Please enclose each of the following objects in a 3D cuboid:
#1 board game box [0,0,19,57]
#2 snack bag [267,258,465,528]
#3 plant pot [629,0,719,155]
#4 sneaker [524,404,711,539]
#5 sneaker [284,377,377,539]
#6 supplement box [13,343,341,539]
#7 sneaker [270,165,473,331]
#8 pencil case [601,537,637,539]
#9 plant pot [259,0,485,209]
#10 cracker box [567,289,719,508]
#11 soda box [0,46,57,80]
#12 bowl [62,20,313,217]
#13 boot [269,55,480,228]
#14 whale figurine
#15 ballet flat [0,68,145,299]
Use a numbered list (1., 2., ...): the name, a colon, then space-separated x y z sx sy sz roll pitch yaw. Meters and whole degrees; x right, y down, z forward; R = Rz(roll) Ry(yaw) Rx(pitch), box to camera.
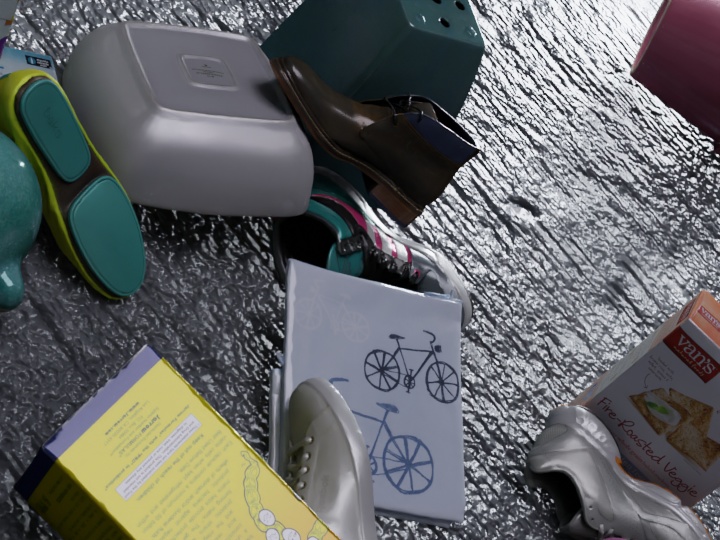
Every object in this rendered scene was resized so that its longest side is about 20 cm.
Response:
1. board game box: -0.338 -0.248 1.401 0.104 0.104 0.200 11 21 -35
2. snack bag: 0.006 0.098 1.490 0.187 0.021 0.202 13 67 -32
3. plant pot: 0.415 -0.242 2.102 0.178 0.201 0.201 26 39 2
4. sneaker: 0.217 0.216 1.594 0.200 0.076 0.092 43 52 2
5. sneaker: -0.037 0.176 1.366 0.084 0.073 0.202 -1 67 -28
6. supplement box: -0.123 0.169 1.255 0.200 0.109 0.110 46 61 0
7. sneaker: 0.000 0.000 1.565 0.200 0.084 0.121 39 32 5
8. pencil case: 0.222 0.316 1.484 0.087 0.087 0.201 25 41 -23
9. plant pot: 0.012 -0.178 1.648 0.140 0.200 0.142 10 49 -37
10. cracker box: 0.278 0.128 1.611 0.134 0.200 0.058 43 38 -1
11. soda box: -0.330 -0.139 1.408 0.199 0.064 0.069 10 49 -38
12. bowl: -0.138 -0.137 1.525 0.198 0.075 0.200 3 39 -27
13. boot: 0.013 -0.132 1.544 0.200 0.097 0.075 45 14 -34
14. whale figurine: -0.301 -0.029 1.302 0.159 0.104 0.201 37 42 -11
15. ballet flat: -0.227 -0.068 1.412 0.067 0.067 0.201 -44 125 -31
